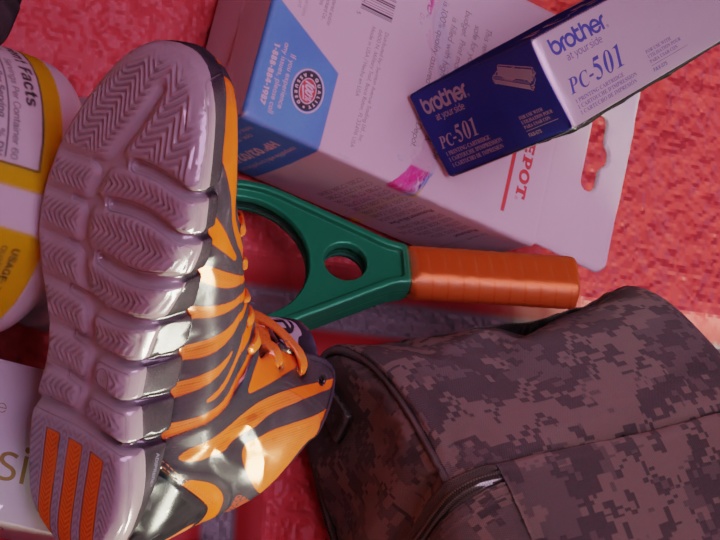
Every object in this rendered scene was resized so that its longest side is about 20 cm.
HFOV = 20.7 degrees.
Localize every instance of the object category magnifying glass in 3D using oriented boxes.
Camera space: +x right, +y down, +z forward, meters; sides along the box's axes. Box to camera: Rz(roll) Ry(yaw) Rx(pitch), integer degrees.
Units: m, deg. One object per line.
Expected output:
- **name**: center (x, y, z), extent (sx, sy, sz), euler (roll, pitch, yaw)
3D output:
- **magnifying glass**: center (0.000, 0.000, 0.874), extent (0.199, 0.022, 0.080), euler (3, 56, -11)

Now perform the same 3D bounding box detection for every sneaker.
- **sneaker**: center (-0.061, 0.008, 0.750), extent (0.112, 0.077, 0.201), euler (-9, 121, -46)

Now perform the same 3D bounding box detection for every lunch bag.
- **lunch bag**: center (0.084, 0.093, 0.883), extent (0.199, 0.140, 0.168), euler (-9, 59, -31)

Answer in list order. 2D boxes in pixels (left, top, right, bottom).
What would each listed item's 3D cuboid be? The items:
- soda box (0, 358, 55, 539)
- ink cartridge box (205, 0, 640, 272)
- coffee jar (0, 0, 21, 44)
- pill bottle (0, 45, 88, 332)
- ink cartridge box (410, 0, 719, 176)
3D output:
- **soda box**: center (-0.188, 0.058, 0.764), extent (0.199, 0.068, 0.064), euler (18, 74, -27)
- **ink cartridge box**: center (0.028, -0.078, 0.915), extent (0.199, 0.068, 0.116), euler (23, 70, -26)
- **coffee jar**: center (-0.176, -0.190, 0.799), extent (0.104, 0.085, 0.201), euler (17, 74, -35)
- **pill bottle**: center (-0.176, -0.039, 0.755), extent (0.199, 0.114, 0.115), euler (16, 74, -35)
- **ink cartridge box**: center (0.125, -0.110, 0.885), extent (0.200, 0.094, 0.044), euler (-31, 97, -33)
